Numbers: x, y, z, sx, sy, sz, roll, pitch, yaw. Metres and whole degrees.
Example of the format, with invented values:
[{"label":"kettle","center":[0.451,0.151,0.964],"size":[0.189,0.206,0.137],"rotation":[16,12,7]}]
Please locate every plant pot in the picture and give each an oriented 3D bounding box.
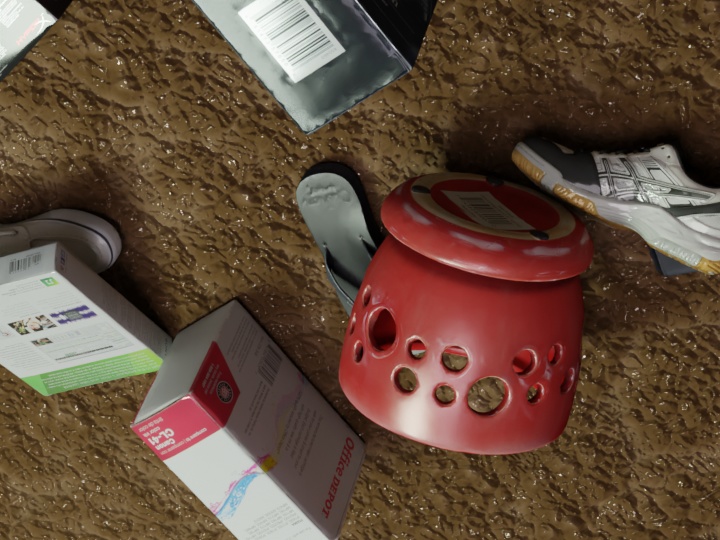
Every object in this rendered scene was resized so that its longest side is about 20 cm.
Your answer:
[{"label":"plant pot","center":[0.095,0.028,1.636],"size":[0.199,0.201,0.183],"rotation":[15,112,4]}]

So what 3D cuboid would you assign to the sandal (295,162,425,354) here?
[{"label":"sandal","center":[-0.001,0.000,1.739],"size":[0.076,0.043,0.201],"rotation":[-20,116,26]}]

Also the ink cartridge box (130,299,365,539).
[{"label":"ink cartridge box","center":[-0.098,0.151,1.804],"size":[0.085,0.148,0.200],"rotation":[-28,112,29]}]

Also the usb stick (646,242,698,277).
[{"label":"usb stick","center":[0.336,-0.033,1.635],"size":[0.199,0.033,0.056],"rotation":[-10,120,20]}]

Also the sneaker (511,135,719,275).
[{"label":"sneaker","center":[0.224,-0.074,1.623],"size":[0.199,0.076,0.088],"rotation":[26,92,11]}]

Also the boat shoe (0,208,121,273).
[{"label":"boat shoe","center":[-0.317,-0.011,1.801],"size":[0.199,0.066,0.072],"rotation":[1,124,14]}]

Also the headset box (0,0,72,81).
[{"label":"headset box","center":[-0.354,-0.246,1.643],"size":[0.200,0.075,0.149],"rotation":[41,124,-14]}]

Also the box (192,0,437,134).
[{"label":"box","center":[-0.026,-0.226,1.493],"size":[0.107,0.200,0.149],"rotation":[-30,113,29]}]

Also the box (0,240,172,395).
[{"label":"box","center":[-0.281,0.047,1.798],"size":[0.144,0.037,0.200],"rotation":[-13,146,22]}]
